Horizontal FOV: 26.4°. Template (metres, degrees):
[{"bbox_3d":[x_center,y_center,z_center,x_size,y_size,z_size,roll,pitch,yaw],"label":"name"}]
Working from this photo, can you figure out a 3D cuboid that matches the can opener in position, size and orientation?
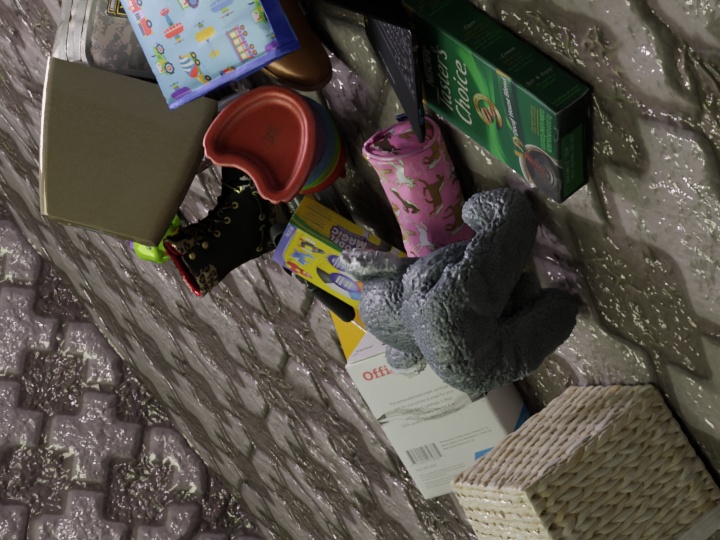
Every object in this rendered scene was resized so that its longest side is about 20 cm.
[{"bbox_3d":[-0.052,-0.003,1.940,0.200,0.053,0.067,44,-166,-55],"label":"can opener"}]

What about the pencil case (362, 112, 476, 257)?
[{"bbox_3d":[0.069,-0.062,1.580,0.087,0.082,0.201,-111,-2,-55],"label":"pencil case"}]

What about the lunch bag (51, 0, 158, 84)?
[{"bbox_3d":[-0.275,-0.305,1.822,0.117,0.165,0.200,12,178,-37],"label":"lunch bag"}]

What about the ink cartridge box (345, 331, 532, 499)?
[{"bbox_3d":[0.097,0.149,1.780,0.144,0.084,0.201,-20,110,30],"label":"ink cartridge box"}]

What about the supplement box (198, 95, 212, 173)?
[{"bbox_3d":[-0.247,-0.224,2.002,0.200,0.061,0.109,55,-161,-4],"label":"supplement box"}]

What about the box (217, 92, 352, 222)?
[{"bbox_3d":[-0.105,-0.128,1.925,0.201,0.048,0.158,60,160,-19],"label":"box"}]

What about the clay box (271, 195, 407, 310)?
[{"bbox_3d":[0.000,0.000,1.794,0.199,0.048,0.115,31,155,-1],"label":"clay box"}]

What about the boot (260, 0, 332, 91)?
[{"bbox_3d":[-0.085,-0.291,1.579,0.201,0.076,0.155,58,158,8],"label":"boot"}]

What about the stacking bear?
[{"bbox_3d":[-0.072,-0.133,1.694,0.121,0.114,0.200,35,-175,15],"label":"stacking bear"}]

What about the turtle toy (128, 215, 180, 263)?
[{"bbox_3d":[-0.362,-0.087,2.524,0.200,0.101,0.146,39,157,36],"label":"turtle toy"}]

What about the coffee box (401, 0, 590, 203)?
[{"bbox_3d":[0.118,-0.157,1.351,0.200,0.044,0.123,42,158,31],"label":"coffee box"}]

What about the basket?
[{"bbox_3d":[0.225,0.233,1.549,0.161,0.200,0.198,57,160,-7],"label":"basket"}]

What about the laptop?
[{"bbox_3d":[-0.020,-0.230,1.372,0.201,0.103,0.178,82,170,-46],"label":"laptop"}]

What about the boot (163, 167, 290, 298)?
[{"bbox_3d":[-0.172,-0.070,1.873,0.073,0.150,0.201,37,157,38],"label":"boot"}]

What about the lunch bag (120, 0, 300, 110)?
[{"bbox_3d":[-0.146,-0.266,1.545,0.200,0.094,0.151,-14,103,56],"label":"lunch bag"}]

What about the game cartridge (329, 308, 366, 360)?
[{"bbox_3d":[0.045,0.139,2.077,0.200,0.032,0.177,34,153,39],"label":"game cartridge"}]

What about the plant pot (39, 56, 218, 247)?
[{"bbox_3d":[-0.286,-0.130,1.824,0.199,0.178,0.200,14,177,-5],"label":"plant pot"}]

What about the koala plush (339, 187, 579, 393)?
[{"bbox_3d":[0.073,0.033,1.508,0.199,0.184,0.178,1,126,44],"label":"koala plush"}]
